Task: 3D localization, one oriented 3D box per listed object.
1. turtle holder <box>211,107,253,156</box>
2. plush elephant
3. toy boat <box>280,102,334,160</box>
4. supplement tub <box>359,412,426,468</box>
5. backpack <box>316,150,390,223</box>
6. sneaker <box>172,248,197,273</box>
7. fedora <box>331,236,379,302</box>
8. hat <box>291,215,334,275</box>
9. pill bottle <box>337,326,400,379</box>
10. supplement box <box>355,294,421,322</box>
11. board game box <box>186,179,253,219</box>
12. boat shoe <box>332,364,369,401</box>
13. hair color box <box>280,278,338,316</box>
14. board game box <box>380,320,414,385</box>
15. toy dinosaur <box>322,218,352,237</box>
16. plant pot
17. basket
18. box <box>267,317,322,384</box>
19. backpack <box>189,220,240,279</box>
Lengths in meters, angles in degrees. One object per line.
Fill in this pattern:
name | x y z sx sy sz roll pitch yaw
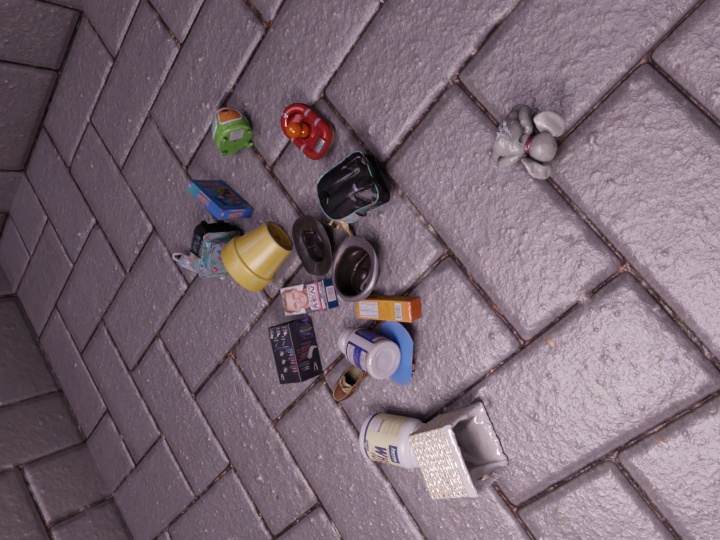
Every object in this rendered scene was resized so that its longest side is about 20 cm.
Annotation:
turtle holder | -0.455 -0.491 1.954 0.140 0.186 0.132 -28 79 2
plush elephant | 0.408 -0.307 1.334 0.154 0.200 0.166 26 105 11
toy boat | -0.186 -0.446 1.753 0.200 0.130 0.131 45 119 22
supplement tub | 0.113 0.512 1.662 0.199 0.145 0.146 -1 96 36
backpack | -0.023 -0.238 1.648 0.199 0.153 0.177 -27 80 20
sneaker | -0.673 -0.026 2.195 0.199 0.086 0.076 22 107 30
fedora | 0.000 0.000 1.702 0.176 0.090 0.202 15 96 36
hat | -0.134 -0.088 1.792 0.200 0.081 0.202 18 118 39
pill bottle | 0.019 0.243 1.688 0.200 0.119 0.121 21 110 54
supplement box | 0.083 0.114 1.678 0.199 0.066 0.069 3 102 36
board game box | -0.508 -0.259 2.002 0.200 0.152 0.045 41 118 25
boat shoe | -0.037 0.355 1.793 0.076 0.074 0.200 48 121 21
hair color box | -0.175 0.092 1.865 0.199 0.060 0.101 -12 89 37
board game box | 0.121 0.245 1.679 0.158 0.039 0.202 27 121 52
toy dinosaur | -0.065 -0.164 1.751 0.101 0.058 0.201 -17 87 35
plant pot | -0.342 -0.060 1.896 0.188 0.201 0.201 -37 74 17
basket | 0.269 0.498 1.519 0.160 0.198 0.201 -29 80 39
box | -0.222 0.274 1.886 0.106 0.122 0.202 -14 88 36
backpack | -0.532 -0.064 2.033 0.150 0.177 0.201 41 122 30
